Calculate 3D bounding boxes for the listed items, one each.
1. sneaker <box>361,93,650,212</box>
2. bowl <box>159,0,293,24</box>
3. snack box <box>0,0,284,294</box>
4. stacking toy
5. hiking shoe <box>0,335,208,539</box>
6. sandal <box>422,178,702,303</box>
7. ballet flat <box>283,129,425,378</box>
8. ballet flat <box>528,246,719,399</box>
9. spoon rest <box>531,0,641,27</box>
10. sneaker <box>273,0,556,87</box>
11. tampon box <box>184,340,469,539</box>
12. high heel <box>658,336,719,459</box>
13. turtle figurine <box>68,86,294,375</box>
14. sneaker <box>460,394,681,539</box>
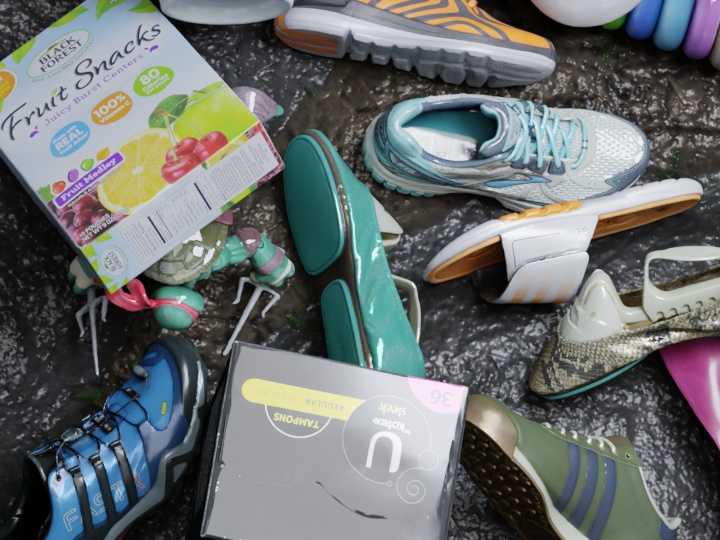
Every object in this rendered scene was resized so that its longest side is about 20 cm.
[{"bbox_3d":[0.104,-0.082,1.768,0.199,0.086,0.078,0,77,-7],"label":"sneaker"},{"bbox_3d":[-0.089,-0.218,1.710,0.200,0.201,0.094,-1,81,-8],"label":"bowl"},{"bbox_3d":[-0.159,-0.093,1.691,0.142,0.053,0.200,-35,47,-7],"label":"snack box"},{"bbox_3d":[0.177,-0.204,1.817,0.199,0.085,0.086,15,75,2],"label":"stacking toy"},{"bbox_3d":[-0.168,0.126,1.656,0.087,0.074,0.200,32,83,-40],"label":"hiking shoe"},{"bbox_3d":[0.146,-0.012,1.760,0.206,0.079,0.059,-15,76,-13],"label":"sandal"},{"bbox_3d":[0.000,0.000,1.750,0.070,0.067,0.201,-1,68,-36],"label":"ballet flat"},{"bbox_3d":[0.197,0.022,1.733,0.200,0.068,0.075,-18,120,14],"label":"ballet flat"},{"bbox_3d":[0.135,-0.264,1.772,0.099,0.061,0.200,-24,94,3],"label":"spoon rest"},{"bbox_3d":[0.045,-0.197,1.793,0.199,0.078,0.112,12,76,-4],"label":"sneaker"},{"bbox_3d":[-0.027,0.136,1.638,0.149,0.200,0.127,11,75,-5],"label":"tampon box"},{"bbox_3d":[0.237,0.135,1.752,0.096,0.067,0.201,5,71,6],"label":"high heel"},{"bbox_3d":[-0.114,-0.025,1.723,0.149,0.101,0.201,10,70,-5],"label":"turtle figurine"},{"bbox_3d":[0.140,0.136,1.710,0.200,0.067,0.090,50,63,-21],"label":"sneaker"}]
